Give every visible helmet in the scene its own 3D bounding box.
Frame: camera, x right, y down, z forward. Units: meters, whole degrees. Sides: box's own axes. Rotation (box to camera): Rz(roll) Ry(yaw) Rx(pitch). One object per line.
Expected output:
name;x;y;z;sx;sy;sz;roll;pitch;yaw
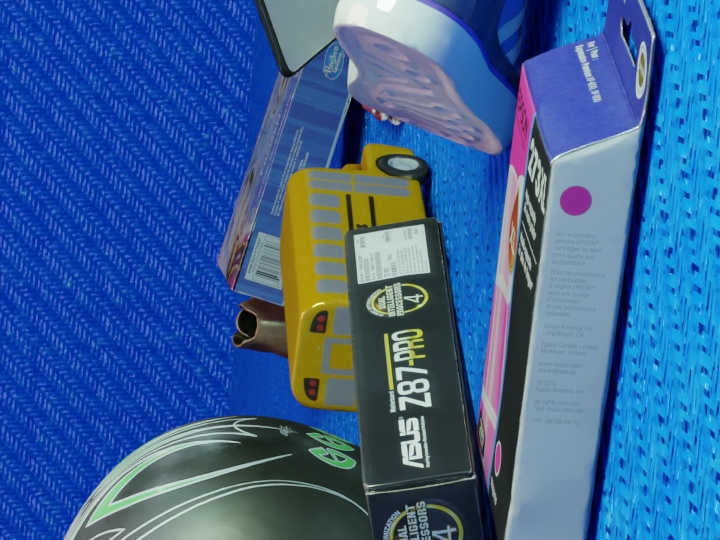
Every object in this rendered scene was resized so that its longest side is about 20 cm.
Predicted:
helmet;-0.064;0.172;1.439;0.200;0.190;0.201;-173;90;-87

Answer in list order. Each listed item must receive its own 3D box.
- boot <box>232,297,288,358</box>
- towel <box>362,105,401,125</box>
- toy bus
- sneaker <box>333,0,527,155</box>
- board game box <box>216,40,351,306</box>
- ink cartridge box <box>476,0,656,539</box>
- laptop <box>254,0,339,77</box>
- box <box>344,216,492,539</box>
boot;-0.056;0.030;2.088;0.200;0.075;0.074;-144;56;-85
towel;0.016;-0.194;1.757;0.144;0.023;0.201;-120;34;-81
toy bus;0.000;0.000;1.504;0.200;0.078;0.065;-98;13;-63
sneaker;0.049;-0.138;1.203;0.200;0.080;0.147;52;-120;-76
board game box;-0.048;-0.085;2.009;0.199;0.043;0.201;-136;63;-83
ink cartridge box;0.071;-0.005;1.019;0.095;0.037;0.201;-97;14;-66
laptop;0.028;-0.212;1.193;0.187;0.116;0.201;-43;-57;-43
box;0.028;0.096;1.178;0.200;0.049;0.162;-96;-4;-59
